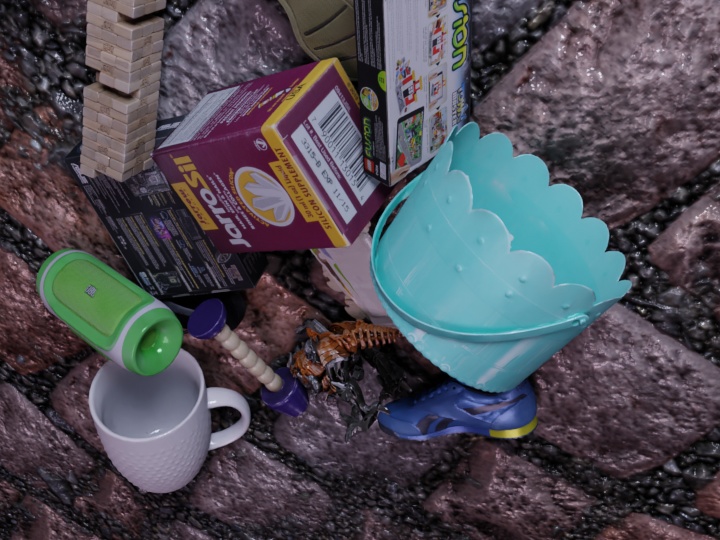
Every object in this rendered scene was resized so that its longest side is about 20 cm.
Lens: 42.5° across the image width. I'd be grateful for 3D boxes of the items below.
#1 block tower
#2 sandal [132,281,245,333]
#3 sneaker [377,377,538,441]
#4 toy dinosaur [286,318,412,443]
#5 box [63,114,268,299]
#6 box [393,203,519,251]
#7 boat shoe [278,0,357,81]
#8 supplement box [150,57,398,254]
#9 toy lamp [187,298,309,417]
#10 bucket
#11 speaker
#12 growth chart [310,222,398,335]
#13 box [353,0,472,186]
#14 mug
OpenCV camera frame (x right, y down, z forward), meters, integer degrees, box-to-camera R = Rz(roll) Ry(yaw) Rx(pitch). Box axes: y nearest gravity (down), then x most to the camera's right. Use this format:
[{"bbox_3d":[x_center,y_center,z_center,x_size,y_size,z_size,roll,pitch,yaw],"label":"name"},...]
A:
[{"bbox_3d":[-0.227,-0.184,0.884,0.057,0.054,0.203,23,122,15],"label":"block tower"},{"bbox_3d":[-0.225,0.052,1.133,0.196,0.043,0.077,-3,128,27],"label":"sandal"},{"bbox_3d":[0.104,0.145,1.055,0.196,0.066,0.080,-7,115,29],"label":"sneaker"},{"bbox_3d":[-0.017,0.108,1.050,0.137,0.102,0.200,54,163,-3],"label":"toy dinosaur"},{"bbox_3d":[-0.213,-0.063,1.025,0.157,0.044,0.202,-7,126,29],"label":"box"},{"bbox_3d":[0.126,-0.018,0.911,0.196,0.039,0.042,14,135,14],"label":"box"},{"bbox_3d":[-0.037,-0.242,0.767,0.073,0.070,0.200,-14,143,28],"label":"boat shoe"},{"bbox_3d":[-0.080,-0.099,0.857,0.198,0.104,0.132,-2,131,47],"label":"supplement box"},{"bbox_3d":[-0.126,0.112,1.113,0.057,0.059,0.201,-9,140,30],"label":"toy lamp"},{"bbox_3d":[0.112,-0.009,0.788,0.205,0.208,0.135,35,118,-8],"label":"bucket"},{"bbox_3d":[-0.298,0.046,1.090,0.198,0.088,0.090,28,141,33],"label":"speaker"},{"bbox_3d":[0.000,0.000,0.973,0.143,0.018,0.202,5,135,51],"label":"growth chart"},{"bbox_3d":[0.045,-0.181,0.752,0.034,0.109,0.203,30,141,33],"label":"box"},{"bbox_3d":[-0.242,0.203,1.221,0.195,0.150,0.177,-9,139,-8],"label":"mug"}]
